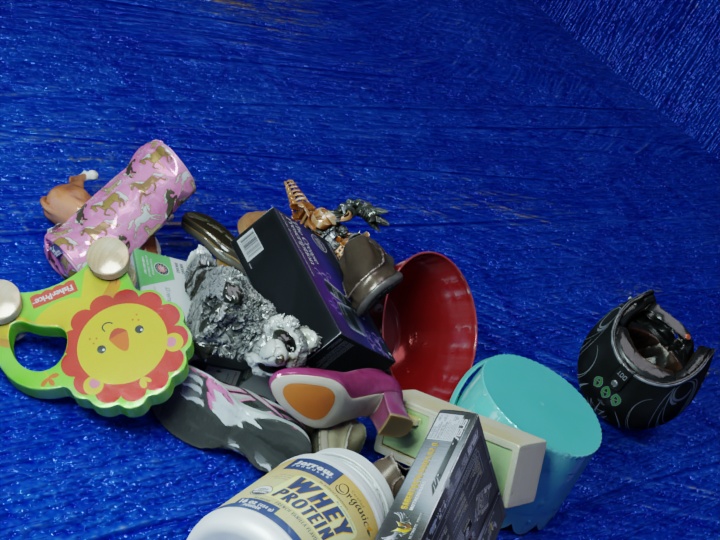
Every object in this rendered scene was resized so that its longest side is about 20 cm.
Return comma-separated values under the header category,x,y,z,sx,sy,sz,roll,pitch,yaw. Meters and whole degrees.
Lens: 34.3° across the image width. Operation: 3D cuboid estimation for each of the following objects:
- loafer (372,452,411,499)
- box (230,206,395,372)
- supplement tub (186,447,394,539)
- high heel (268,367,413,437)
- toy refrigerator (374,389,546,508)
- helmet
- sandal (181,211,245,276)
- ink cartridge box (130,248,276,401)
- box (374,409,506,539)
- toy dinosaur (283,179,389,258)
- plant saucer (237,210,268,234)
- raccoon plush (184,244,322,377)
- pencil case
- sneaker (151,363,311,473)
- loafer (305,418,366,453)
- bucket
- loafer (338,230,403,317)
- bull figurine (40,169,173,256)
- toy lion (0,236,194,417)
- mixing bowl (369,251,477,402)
category,x,y,z,sx,sy,sz,roll,pitch,yaw
loafer,0.068,0.258,1.297,0.199,0.071,0.073,32,20,-50
box,-0.057,0.038,1.416,0.141,0.079,0.201,35,21,-57
supplement tub,-0.063,0.266,1.139,0.144,0.145,0.200,39,29,15
high heel,-0.029,0.128,1.323,0.198,0.068,0.096,15,28,-32
toy refrigerator,0.114,0.208,1.383,0.199,0.077,0.070,18,10,39
helmet,0.421,0.144,1.755,0.197,0.191,0.202,3,61,-6
sandal,-0.167,-0.003,1.556,0.199,0.055,0.082,37,14,7
ink cartridge box,-0.186,0.068,1.396,0.198,0.084,0.147,14,33,-29
box,0.086,0.271,1.213,0.048,0.160,0.201,3,39,28
toy dinosaur,-0.037,-0.056,1.615,0.135,0.102,0.202,-7,70,-50
plant saucer,-0.083,-0.017,1.624,0.200,0.038,0.200,39,15,-12
raccoon plush,-0.120,0.042,1.325,0.133,0.097,0.201,25,31,-26
pencil case,-0.290,-0.068,1.411,0.082,0.087,0.200,20,59,46
sneaker,-0.146,0.165,1.315,0.199,0.081,0.086,32,8,-2
loafer,-0.028,0.200,1.349,0.068,0.076,0.201,17,30,-12
bucket,0.197,0.214,1.482,0.205,0.135,0.208,24,29,-14
loafer,0.000,0.000,1.409,0.071,0.073,0.200,46,4,-9
bull figurine,-0.310,-0.054,1.493,0.199,0.065,0.122,33,24,-2
toy lion,-0.285,0.075,1.241,0.198,0.069,0.193,-22,65,-13
mixing bowl,0.055,0.078,1.542,0.108,0.203,0.199,-3,2,41
